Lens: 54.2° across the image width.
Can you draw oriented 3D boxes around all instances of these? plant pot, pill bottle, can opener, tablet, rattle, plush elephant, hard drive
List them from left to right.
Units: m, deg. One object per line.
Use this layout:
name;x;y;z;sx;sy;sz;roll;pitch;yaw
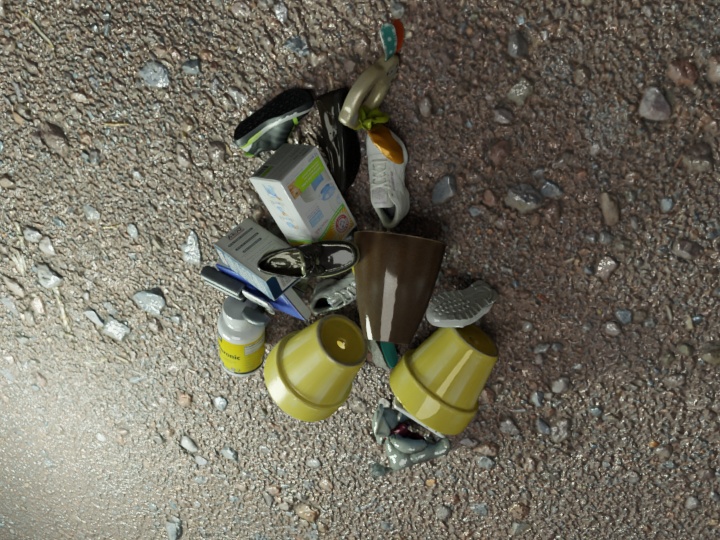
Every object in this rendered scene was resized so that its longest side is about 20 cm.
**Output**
can opener;-0.273;0.059;1.533;0.198;0.067;0.054;24;159;20
pill bottle;-0.275;0.146;1.629;0.110;0.112;0.202;17;137;7
hard drive;-0.214;0.042;1.545;0.198;0.026;0.132;18;156;33
plant pot;-0.085;0.202;1.550;0.200;0.202;0.189;37;131;-7
plant pot;0.064;0.038;1.378;0.184;0.187;0.204;7;87;14
rattle;0.059;-0.317;1.242;0.143;0.130;0.201;43;104;27
plush elephant;0.093;0.386;1.671;0.197;0.165;0.157;-17;78;-8
tablet;0.135;0.283;1.551;0.129;0.200;0.014;33;110;-4
plant pot;0.192;0.212;1.501;0.199;0.201;0.190;33;111;-4

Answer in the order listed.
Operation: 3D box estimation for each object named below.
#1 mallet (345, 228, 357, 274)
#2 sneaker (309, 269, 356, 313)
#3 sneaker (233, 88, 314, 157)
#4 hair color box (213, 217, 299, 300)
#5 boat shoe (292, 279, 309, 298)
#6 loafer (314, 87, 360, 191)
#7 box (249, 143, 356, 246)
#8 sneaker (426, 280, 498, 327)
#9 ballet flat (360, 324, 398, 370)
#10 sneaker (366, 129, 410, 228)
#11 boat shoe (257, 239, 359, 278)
mallet;0.000;0.000;1.460;0.066;0.041;0.202;-38;70;27
sneaker;-0.027;0.045;1.523;0.198;0.087;0.075;-28;107;29
sneaker;-0.160;-0.286;1.387;0.198;0.073;0.083;-21;139;28
hair color box;-0.209;-0.027;1.469;0.199;0.100;0.061;32;153;40
boat shoe;-0.203;-0.003;1.570;0.198;0.072;0.063;29;82;8
loafer;-0.047;-0.253;1.362;0.070;0.073;0.203;9;119;24
box;-0.109;-0.134;1.382;0.101;0.113;0.201;14;143;44
sneaker;0.199;0.085;1.417;0.077;0.198;0.081;53;133;25
ballet flat;0.032;0.139;1.577;0.071;0.072;0.203;-3;120;19
sneaker;0.052;-0.176;1.351;0.074;0.100;0.203;-4;118;22
boat shoe;-0.100;-0.015;1.332;0.197;0.065;0.074;-10;99;11
